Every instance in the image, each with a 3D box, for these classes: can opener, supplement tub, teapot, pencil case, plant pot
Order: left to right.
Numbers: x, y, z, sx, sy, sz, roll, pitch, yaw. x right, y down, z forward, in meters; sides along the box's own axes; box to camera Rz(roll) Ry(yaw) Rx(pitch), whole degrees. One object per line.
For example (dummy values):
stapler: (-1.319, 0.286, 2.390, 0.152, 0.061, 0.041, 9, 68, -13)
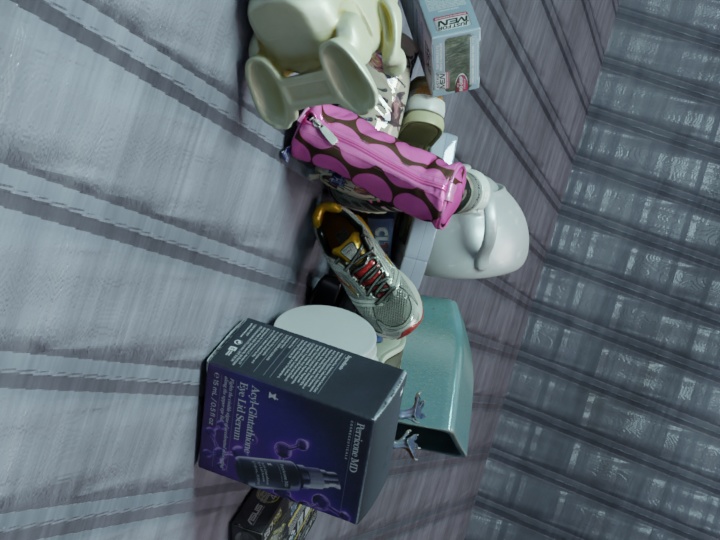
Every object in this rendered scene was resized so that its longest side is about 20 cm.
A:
supplement tub: (-0.053, 0.158, 1.655, 0.145, 0.144, 0.201, -49, 152, -56)
can opener: (-0.031, 0.076, 1.801, 0.063, 0.078, 0.201, -49, 164, -40)
pencil case: (0.006, -0.187, 1.616, 0.078, 0.089, 0.201, 176, -71, -74)
pencil case: (0.020, -0.120, 1.521, 0.094, 0.199, 0.091, 97, 19, -75)
plant pot: (0.069, 0.141, 2.016, 0.196, 0.195, 0.201, 62, 39, -69)
teapot: (0.146, -0.076, 1.956, 0.197, 0.199, 0.147, -22, 115, -53)

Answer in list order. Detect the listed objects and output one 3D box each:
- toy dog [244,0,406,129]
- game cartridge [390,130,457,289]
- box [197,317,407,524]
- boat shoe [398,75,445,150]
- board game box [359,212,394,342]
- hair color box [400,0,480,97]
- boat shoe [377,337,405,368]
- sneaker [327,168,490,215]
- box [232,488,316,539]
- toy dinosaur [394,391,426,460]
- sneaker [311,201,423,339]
toy dog: (-0.032, -0.259, 1.367, 0.194, 0.139, 0.200, 57, 41, -21)
game cartridge: (0.076, -0.081, 1.762, 0.133, 0.041, 0.201, -134, -122, -75)
box: (-0.064, 0.162, 1.513, 0.104, 0.199, 0.149, -50, 153, -55)
boat shoe: (0.053, -0.176, 1.714, 0.200, 0.074, 0.069, 150, -48, -62)
board game box: (0.017, -0.024, 1.826, 0.136, 0.034, 0.201, -93, -173, -52)
hair color box: (0.087, -0.313, 1.633, 0.099, 0.060, 0.201, 84, -7, -55)
boat shoe: (0.016, 0.135, 1.817, 0.202, 0.072, 0.061, -51, 137, -66)
sneaker: (0.051, -0.101, 1.654, 0.087, 0.199, 0.074, -3, 99, -74)
box: (-0.109, 0.329, 1.822, 0.200, 0.049, 0.162, -56, 159, -50)
toy dinosaur: (-0.003, 0.195, 1.824, 0.200, 0.181, 0.106, 27, 65, -58)
sneaker: (0.000, 0.000, 1.651, 0.078, 0.200, 0.082, -40, 156, 3)
